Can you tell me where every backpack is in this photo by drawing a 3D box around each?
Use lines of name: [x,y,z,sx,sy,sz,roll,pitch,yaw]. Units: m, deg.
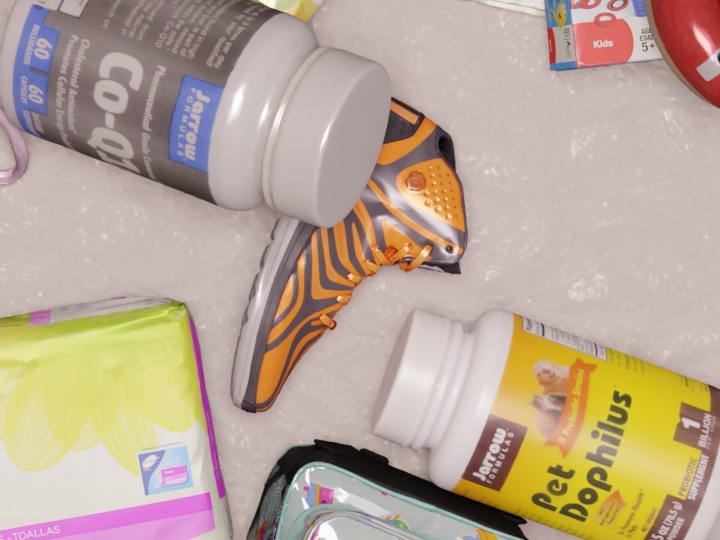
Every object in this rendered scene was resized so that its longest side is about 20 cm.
backpack: [0.003,0.220,1.503,0.175,0.153,0.201,22,98,-10]

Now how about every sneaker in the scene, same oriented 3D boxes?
sneaker: [0.000,0.000,1.524,0.111,0.078,0.201,21,92,-3]

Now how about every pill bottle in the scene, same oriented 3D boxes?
pill bottle: [0.111,0.091,1.520,0.199,0.109,0.110,20,92,-4]
pill bottle: [-0.091,-0.100,1.463,0.199,0.114,0.114,20,92,19]

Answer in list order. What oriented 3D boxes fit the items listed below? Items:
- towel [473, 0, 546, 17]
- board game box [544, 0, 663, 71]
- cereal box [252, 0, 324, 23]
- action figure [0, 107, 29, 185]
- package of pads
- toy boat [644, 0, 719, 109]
towel: [0.046,-0.233,1.541,0.199,0.023,0.154,6,92,-4]
board game box: [0.201,-0.224,1.523,0.199,0.056,0.197,-8,94,-10]
cereal box: [-0.036,-0.249,1.503,0.144,0.040,0.200,39,87,-7]
action figure: [-0.310,-0.075,1.489,0.199,0.134,0.149,21,53,21]
package of pads: [-0.183,0.100,1.522,0.199,0.068,0.156,-10,94,-3]
toy boat: [0.253,-0.172,1.439,0.200,0.131,0.131,-44,99,-6]
